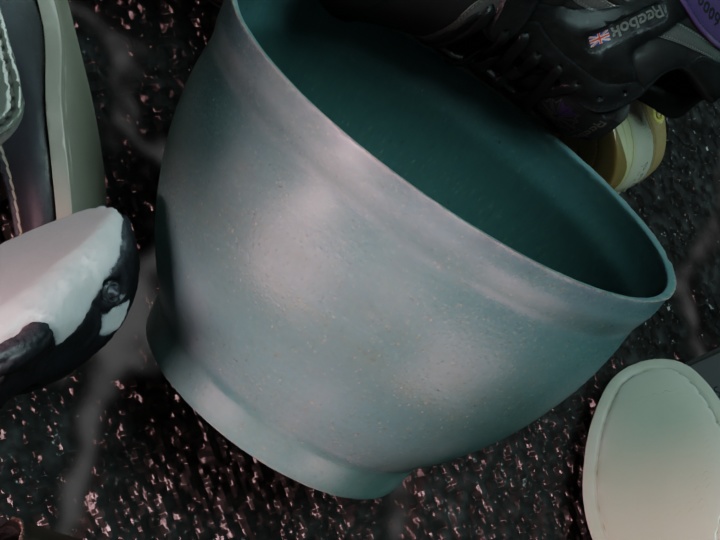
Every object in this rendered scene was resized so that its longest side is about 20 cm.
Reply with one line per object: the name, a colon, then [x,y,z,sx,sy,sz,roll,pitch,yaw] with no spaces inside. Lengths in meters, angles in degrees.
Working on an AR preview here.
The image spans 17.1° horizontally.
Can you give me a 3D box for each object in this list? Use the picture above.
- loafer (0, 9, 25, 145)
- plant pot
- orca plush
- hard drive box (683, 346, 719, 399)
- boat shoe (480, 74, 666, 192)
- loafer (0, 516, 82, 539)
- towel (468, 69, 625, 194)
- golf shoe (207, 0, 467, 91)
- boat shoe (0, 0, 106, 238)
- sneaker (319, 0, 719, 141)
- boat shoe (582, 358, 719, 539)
loafer: [-0.171,-0.130,0.820,0.070,0.070,0.201,-39,107,-37]
plant pot: [0.000,0.000,0.913,0.200,0.134,0.200,32,17,-11]
orca plush: [-0.148,0.058,0.832,0.200,0.105,0.071,-45,122,-40]
hard drive box: [0.243,0.109,1.071,0.077,0.156,0.201,-12,79,-42]
boat shoe: [0.079,-0.125,1.060,0.066,0.074,0.201,-10,81,-52]
loafer: [-0.105,0.119,0.840,0.199,0.073,0.072,-5,76,-40]
towel: [0.050,-0.124,1.102,0.148,0.036,0.201,-5,73,-41]
golf shoe: [-0.036,-0.135,0.997,0.199,0.077,0.088,27,11,-27]
boat shoe: [-0.141,-0.078,0.927,0.062,0.073,0.201,-11,80,3]
sneaker: [0.076,-0.096,0.956,0.199,0.076,0.088,-5,84,-33]
boat shoe: [0.141,0.134,1.041,0.060,0.072,0.203,67,14,-54]
